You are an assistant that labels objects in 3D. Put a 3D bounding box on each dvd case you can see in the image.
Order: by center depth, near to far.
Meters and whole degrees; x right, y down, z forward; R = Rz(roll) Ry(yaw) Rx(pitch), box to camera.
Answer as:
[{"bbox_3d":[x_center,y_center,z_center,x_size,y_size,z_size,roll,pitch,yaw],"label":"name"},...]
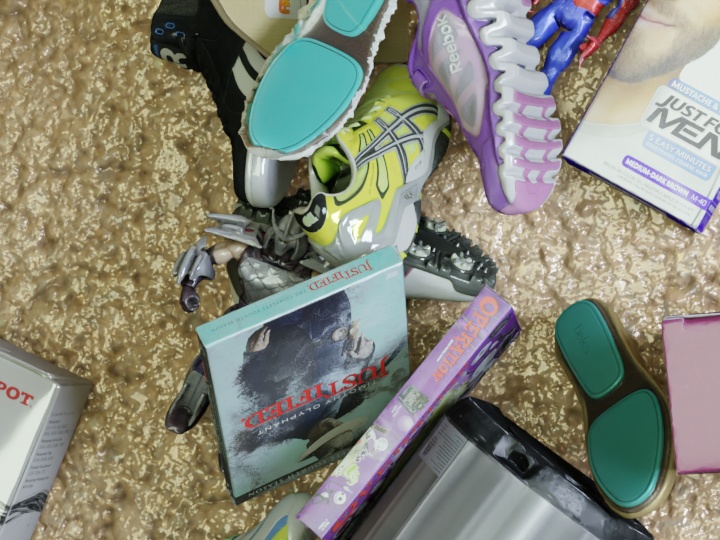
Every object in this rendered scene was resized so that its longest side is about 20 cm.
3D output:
[{"bbox_3d":[-0.033,0.074,1.588,0.146,0.200,0.022,-23,57,-13],"label":"dvd case"}]

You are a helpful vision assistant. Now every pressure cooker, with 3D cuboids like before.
[{"bbox_3d":[0.077,0.208,1.585,0.178,0.176,0.200,37,92,14],"label":"pressure cooker"}]

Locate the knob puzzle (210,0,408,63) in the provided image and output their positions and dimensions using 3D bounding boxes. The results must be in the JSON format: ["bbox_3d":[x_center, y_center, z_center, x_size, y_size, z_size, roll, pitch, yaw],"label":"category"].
[{"bbox_3d":[-0.051,-0.236,1.638,0.030,0.219,0.221,1,88,51],"label":"knob puzzle"}]

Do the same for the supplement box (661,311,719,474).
[{"bbox_3d":[0.273,0.075,1.537,0.130,0.200,0.104,-5,87,12],"label":"supplement box"}]

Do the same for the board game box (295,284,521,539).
[{"bbox_3d":[0.035,0.102,1.598,0.032,0.120,0.200,39,88,15],"label":"board game box"}]

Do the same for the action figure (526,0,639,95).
[{"bbox_3d":[0.145,-0.174,1.652,0.065,0.052,0.200,41,94,15],"label":"action figure"}]

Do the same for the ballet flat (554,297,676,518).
[{"bbox_3d":[0.183,0.097,1.575,0.069,0.063,0.200,-34,39,19],"label":"ballet flat"}]

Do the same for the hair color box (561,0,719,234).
[{"bbox_3d":[0.236,-0.139,1.622,0.109,0.065,0.200,29,92,12],"label":"hair color box"}]

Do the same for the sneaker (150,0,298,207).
[{"bbox_3d":[-0.100,-0.136,1.678,0.111,0.073,0.201,-1,66,15],"label":"sneaker"}]

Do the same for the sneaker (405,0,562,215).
[{"bbox_3d":[0.078,-0.130,1.611,0.088,0.080,0.201,-17,74,27],"label":"sneaker"}]

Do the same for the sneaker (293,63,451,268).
[{"bbox_3d":[0.008,-0.081,1.612,0.075,0.200,0.076,-31,121,33],"label":"sneaker"}]

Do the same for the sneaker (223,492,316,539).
[{"bbox_3d":[-0.115,0.225,1.675,0.105,0.076,0.200,34,96,12],"label":"sneaker"}]

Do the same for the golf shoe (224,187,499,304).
[{"bbox_3d":[0.000,0.000,1.672,0.199,0.077,0.088,13,113,12],"label":"golf shoe"}]

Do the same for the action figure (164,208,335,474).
[{"bbox_3d":[-0.074,0.040,1.638,0.130,0.069,0.200,27,120,8],"label":"action figure"}]

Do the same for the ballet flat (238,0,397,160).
[{"bbox_3d":[-0.019,-0.148,1.605,0.072,0.072,0.200,26,69,11],"label":"ballet flat"}]

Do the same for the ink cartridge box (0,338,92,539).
[{"bbox_3d":[-0.303,0.143,1.712,0.146,0.084,0.201,24,92,13],"label":"ink cartridge box"}]
